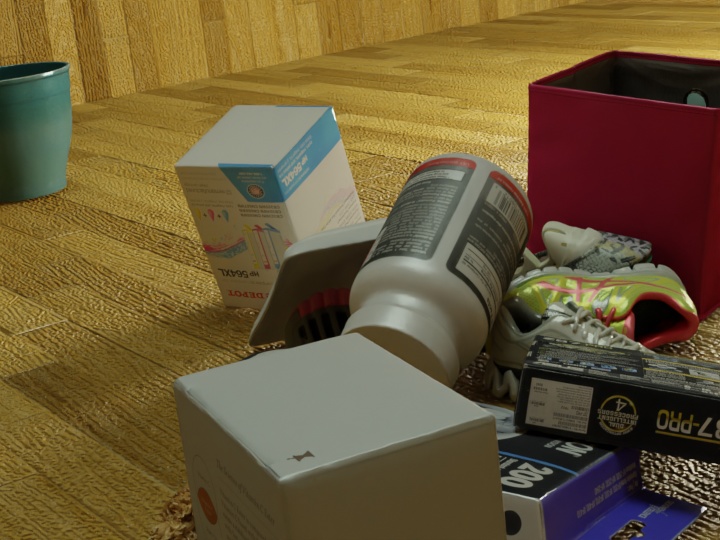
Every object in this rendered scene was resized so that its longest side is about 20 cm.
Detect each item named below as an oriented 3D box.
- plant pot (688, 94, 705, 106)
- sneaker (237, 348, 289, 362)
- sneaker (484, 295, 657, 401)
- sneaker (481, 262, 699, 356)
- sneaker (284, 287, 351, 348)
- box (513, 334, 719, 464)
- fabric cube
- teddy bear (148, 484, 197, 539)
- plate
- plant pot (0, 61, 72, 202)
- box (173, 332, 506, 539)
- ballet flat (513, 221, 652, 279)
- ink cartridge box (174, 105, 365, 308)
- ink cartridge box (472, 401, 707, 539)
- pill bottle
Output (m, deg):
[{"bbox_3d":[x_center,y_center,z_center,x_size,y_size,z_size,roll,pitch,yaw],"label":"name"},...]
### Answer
[{"bbox_3d":[0.396,-0.131,1.636,0.140,0.143,0.199,7,23,39],"label":"plant pot"},{"bbox_3d":[-0.030,0.097,1.138,0.199,0.073,0.082,-20,23,-37],"label":"sneaker"},{"bbox_3d":[0.180,0.070,1.132,0.198,0.082,0.075,9,20,40],"label":"sneaker"},{"bbox_3d":[0.199,0.042,1.229,0.198,0.079,0.090,-12,25,-9],"label":"sneaker"},{"bbox_3d":[0.031,0.052,1.300,0.198,0.080,0.095,-11,-15,13],"label":"sneaker"},{"bbox_3d":[0.209,0.089,0.987,0.197,0.050,0.161,9,8,9],"label":"box"},{"bbox_3d":[0.288,-0.091,1.392,0.195,0.202,0.199,11,23,33],"label":"fabric cube"},{"bbox_3d":[-0.037,0.158,0.936,0.198,0.068,0.145,4,17,31],"label":"teddy bear"},{"bbox_3d":[0.000,0.000,1.324,0.198,0.033,0.200,-13,-23,-20],"label":"plate"},{"bbox_3d":[-0.530,-0.210,2.197,0.197,0.190,0.200,-6,15,2],"label":"plant pot"},{"bbox_3d":[-0.006,0.153,0.693,0.105,0.202,0.152,-13,18,-22],"label":"box"},{"bbox_3d":[0.166,-0.006,1.316,0.199,0.073,0.072,-21,9,24],"label":"ballet flat"},{"bbox_3d":[-0.083,-0.054,1.493,0.127,0.202,0.125,3,36,31],"label":"ink cartridge box"},{"bbox_3d":[0.102,0.132,0.901,0.198,0.044,0.198,12,10,26],"label":"ink cartridge box"},{"bbox_3d":[0.058,0.009,1.144,0.115,0.117,0.201,2,42,28],"label":"pill bottle"}]
